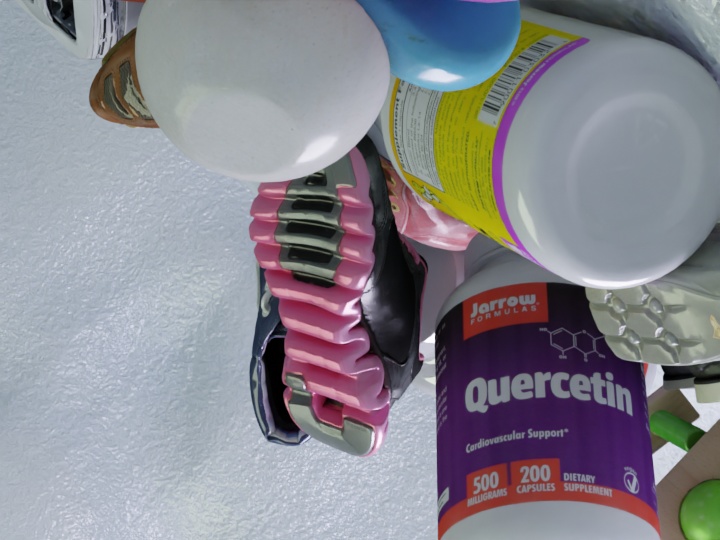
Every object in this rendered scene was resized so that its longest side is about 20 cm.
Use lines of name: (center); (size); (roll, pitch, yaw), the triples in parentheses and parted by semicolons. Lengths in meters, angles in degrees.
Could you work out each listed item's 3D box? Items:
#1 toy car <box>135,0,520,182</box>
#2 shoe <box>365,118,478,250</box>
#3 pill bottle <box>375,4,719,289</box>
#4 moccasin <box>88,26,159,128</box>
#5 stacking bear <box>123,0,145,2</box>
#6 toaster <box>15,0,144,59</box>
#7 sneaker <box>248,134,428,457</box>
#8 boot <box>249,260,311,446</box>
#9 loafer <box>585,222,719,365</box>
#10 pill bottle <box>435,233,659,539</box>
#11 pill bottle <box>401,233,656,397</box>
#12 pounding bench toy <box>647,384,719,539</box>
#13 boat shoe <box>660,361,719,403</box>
toy car: (0.007, -0.134, 0.532); (0.149, 0.176, 0.200); (4, 140, 7)
shoe: (0.028, -0.065, 0.917); (0.200, 0.072, 0.091); (26, 150, -38)
pill bottle: (0.074, -0.065, 0.751); (0.104, 0.104, 0.200); (47, 175, -26)
moccasin: (-0.058, -0.127, 0.874); (0.078, 0.201, 0.074); (-7, 119, 48)
stacking bear: (-0.053, -0.197, 0.721); (0.200, 0.113, 0.122); (167, 100, -72)
toaster: (-0.130, -0.205, 0.910); (0.114, 0.129, 0.200); (43, 158, 12)
sneaker: (0.000, 0.000, 0.896); (0.079, 0.095, 0.201); (22, 133, 30)
boot: (-0.027, -0.002, 0.967); (0.090, 0.072, 0.201); (-61, -28, -70)
loafer: (0.181, 0.009, 0.688); (0.200, 0.070, 0.070); (10, 130, 51)
pill bottle: (0.096, 0.075, 0.886); (0.113, 0.112, 0.201); (51, -148, -50)
pill bottle: (0.095, 0.039, 1.072); (0.200, 0.113, 0.112); (22, -167, -43)
pounding bench toy: (0.220, 0.127, 0.960); (0.200, 0.124, 0.156); (42, 176, 25)
boat shoe: (0.188, 0.031, 0.857); (0.201, 0.073, 0.063); (20, -124, -82)
